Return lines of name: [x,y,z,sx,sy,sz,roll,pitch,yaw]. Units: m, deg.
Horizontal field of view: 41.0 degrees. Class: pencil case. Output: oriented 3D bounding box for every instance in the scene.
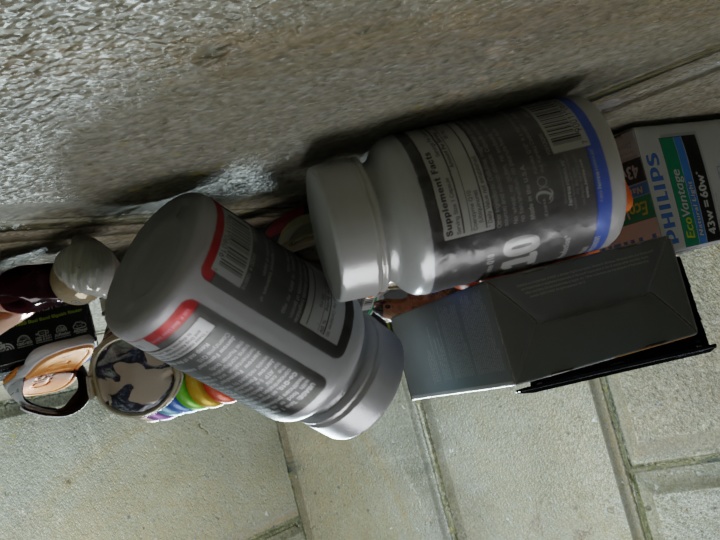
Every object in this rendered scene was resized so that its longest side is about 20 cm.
pencil case: [-0.206,0.063,0.899,0.089,0.078,0.200,-18,-160,-2]

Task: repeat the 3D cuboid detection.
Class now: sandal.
sandal: [-0.305,0.116,0.958,0.079,0.059,0.207,-13,169,-27]

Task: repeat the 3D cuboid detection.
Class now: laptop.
laptop: [0.236,0.048,0.930,0.177,0.200,0.103,-15,133,15]

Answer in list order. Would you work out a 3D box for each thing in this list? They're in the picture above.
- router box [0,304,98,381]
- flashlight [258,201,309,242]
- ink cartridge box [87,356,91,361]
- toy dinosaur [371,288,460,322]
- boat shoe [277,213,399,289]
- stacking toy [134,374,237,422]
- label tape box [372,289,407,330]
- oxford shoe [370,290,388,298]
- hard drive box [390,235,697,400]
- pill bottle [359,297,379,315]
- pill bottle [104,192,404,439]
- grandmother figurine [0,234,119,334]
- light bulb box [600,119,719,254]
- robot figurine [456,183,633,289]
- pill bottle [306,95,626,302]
router box: [-0.363,0.076,1.041,0.150,0.062,0.200,-14,175,-16]
flashlight: [-0.104,-0.013,0.850,0.200,0.068,0.068,-13,-141,14]
ink cartridge box: [-0.228,0.068,1.108,0.099,0.039,0.200,-34,180,29]
toy dinosaur: [0.115,0.019,0.939,0.200,0.086,0.136,-26,-167,2]
boat shoe: [0.028,-0.015,0.755,0.200,0.072,0.065,-3,-157,11]
stacking toy: [-0.156,0.108,0.959,0.200,0.085,0.085,-8,-179,41]
label tape box: [0.036,0.019,1.130,0.200,0.144,0.063,-16,173,10]
oxford shoe: [0.000,0.000,0.925,0.071,0.073,0.200,10,-154,38]
hard drive box: [0.134,0.042,0.759,0.156,0.077,0.200,-13,174,-19]
pill bottle: [-0.068,0.018,0.990,0.113,0.113,0.200,-17,174,25]
pill bottle: [-0.071,0.040,0.700,0.200,0.114,0.114,35,144,-31]
grandmother figurine: [-0.262,0.019,0.752,0.200,0.061,0.121,-15,-176,31]
light bulb box: [0.286,-0.068,1.008,0.200,0.125,0.198,-10,174,-37]
robot figurine: [0.131,-0.047,0.844,0.200,0.144,0.117,-19,142,38]
pill bottle: [0.069,-0.047,0.669,0.200,0.114,0.114,-14,175,-9]
